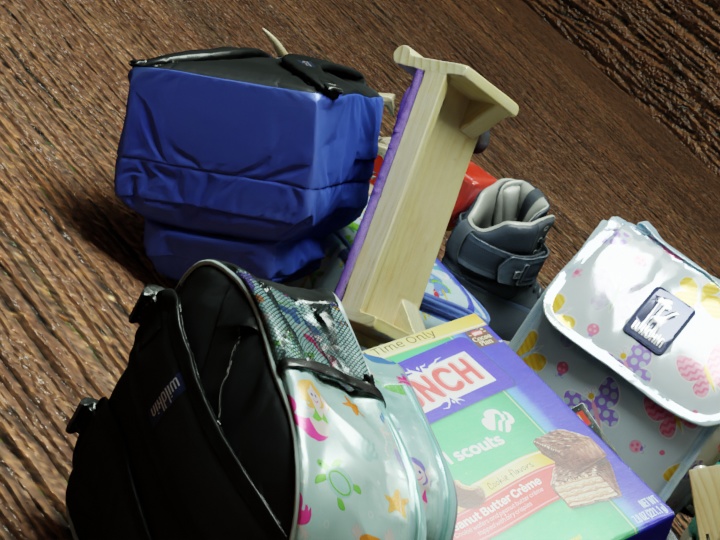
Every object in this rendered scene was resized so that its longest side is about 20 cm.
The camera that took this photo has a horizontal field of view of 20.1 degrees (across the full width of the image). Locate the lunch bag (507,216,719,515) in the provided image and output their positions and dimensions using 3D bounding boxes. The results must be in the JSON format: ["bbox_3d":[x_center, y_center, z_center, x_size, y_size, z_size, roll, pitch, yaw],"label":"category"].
[{"bbox_3d":[0.196,0.081,1.491,0.169,0.201,0.127,39,13,17],"label":"lunch bag"}]

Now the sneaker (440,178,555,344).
[{"bbox_3d":[0.148,0.003,1.724,0.201,0.147,0.077,8,24,-39],"label":"sneaker"}]

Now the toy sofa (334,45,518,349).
[{"bbox_3d":[0.025,-0.048,1.417,0.097,0.202,0.083,16,-7,36],"label":"toy sofa"}]

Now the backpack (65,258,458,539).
[{"bbox_3d":[-0.045,0.118,0.958,0.150,0.178,0.200,22,24,-28],"label":"backpack"}]

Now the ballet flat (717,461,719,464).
[{"bbox_3d":[0.205,0.142,1.642,0.199,0.071,0.067,33,7,19],"label":"ballet flat"}]

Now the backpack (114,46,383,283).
[{"bbox_3d":[-0.078,-0.077,1.448,0.161,0.169,0.200,15,13,12],"label":"backpack"}]

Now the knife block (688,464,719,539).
[{"bbox_3d":[0.278,0.227,1.419,0.200,0.063,0.177,47,35,-66],"label":"knife block"}]

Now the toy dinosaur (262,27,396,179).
[{"bbox_3d":[-0.023,-0.110,1.586,0.100,0.059,0.200,2,-26,10],"label":"toy dinosaur"}]

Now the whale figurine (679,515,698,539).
[{"bbox_3d":[0.346,0.243,1.589,0.199,0.104,0.159,29,16,-15],"label":"whale figurine"}]

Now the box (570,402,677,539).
[{"bbox_3d":[0.187,0.201,1.330,0.201,0.037,0.137,58,-7,41],"label":"box"}]

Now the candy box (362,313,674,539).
[{"bbox_3d":[0.059,0.130,1.216,0.168,0.078,0.200,-18,47,-33],"label":"candy box"}]

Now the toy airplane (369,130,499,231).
[{"bbox_3d":[0.027,-0.063,1.798,0.198,0.143,0.199,0,2,5],"label":"toy airplane"}]

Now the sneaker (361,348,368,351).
[{"bbox_3d":[0.017,0.102,1.386,0.200,0.065,0.079,13,60,-64],"label":"sneaker"}]

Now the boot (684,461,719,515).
[{"bbox_3d":[0.249,0.141,1.775,0.199,0.068,0.131,26,13,-40],"label":"boot"}]

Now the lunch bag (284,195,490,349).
[{"bbox_3d":[0.000,0.000,1.586,0.160,0.083,0.200,24,16,-39],"label":"lunch bag"}]
